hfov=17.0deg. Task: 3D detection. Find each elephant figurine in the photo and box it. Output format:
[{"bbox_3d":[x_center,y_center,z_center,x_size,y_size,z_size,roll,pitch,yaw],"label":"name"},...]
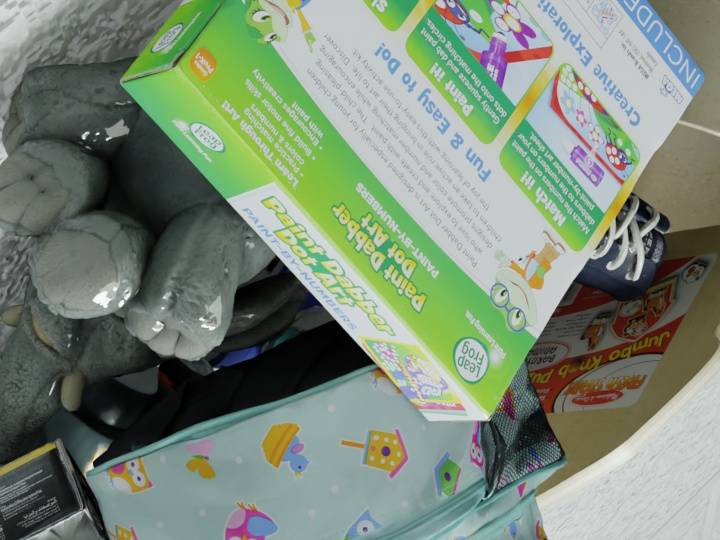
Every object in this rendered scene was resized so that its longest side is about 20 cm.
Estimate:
[{"bbox_3d":[-0.096,-0.006,1.037,0.200,0.154,0.142,103,-9,-66],"label":"elephant figurine"}]

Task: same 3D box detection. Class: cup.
[{"bbox_3d":[0.174,-0.113,1.285,0.200,0.199,0.144,52,53,-67],"label":"cup"}]

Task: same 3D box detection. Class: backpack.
[{"bbox_3d":[-0.015,0.101,1.058,0.175,0.154,0.200,-19,172,25],"label":"backpack"}]

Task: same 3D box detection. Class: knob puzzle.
[{"bbox_3d":[0.123,0.063,1.288,0.220,0.219,0.030,-46,115,-9],"label":"knob puzzle"}]

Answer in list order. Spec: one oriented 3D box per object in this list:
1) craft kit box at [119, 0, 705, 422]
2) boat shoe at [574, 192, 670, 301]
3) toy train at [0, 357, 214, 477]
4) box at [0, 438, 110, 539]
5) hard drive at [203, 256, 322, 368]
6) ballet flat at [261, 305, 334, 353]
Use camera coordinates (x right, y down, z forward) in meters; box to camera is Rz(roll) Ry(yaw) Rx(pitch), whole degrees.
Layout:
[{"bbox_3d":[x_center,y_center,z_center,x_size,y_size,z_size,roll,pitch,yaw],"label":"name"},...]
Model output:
[{"bbox_3d":[0.030,-0.077,0.977,0.048,0.200,0.198,-9,-141,51],"label":"craft kit box"},{"bbox_3d":[0.117,-0.032,1.222,0.200,0.092,0.075,98,13,-85],"label":"boat shoe"},{"bbox_3d":[-0.147,0.119,1.167,0.200,0.085,0.114,-54,147,10],"label":"toy train"},{"bbox_3d":[-0.189,0.177,1.083,0.199,0.049,0.160,-27,137,-2],"label":"box"},{"bbox_3d":[0.000,0.000,1.271,0.132,0.025,0.200,-54,157,11],"label":"hard drive"},{"bbox_3d":[-0.009,0.076,1.252,0.072,0.072,0.201,-37,144,-27],"label":"ballet flat"}]
